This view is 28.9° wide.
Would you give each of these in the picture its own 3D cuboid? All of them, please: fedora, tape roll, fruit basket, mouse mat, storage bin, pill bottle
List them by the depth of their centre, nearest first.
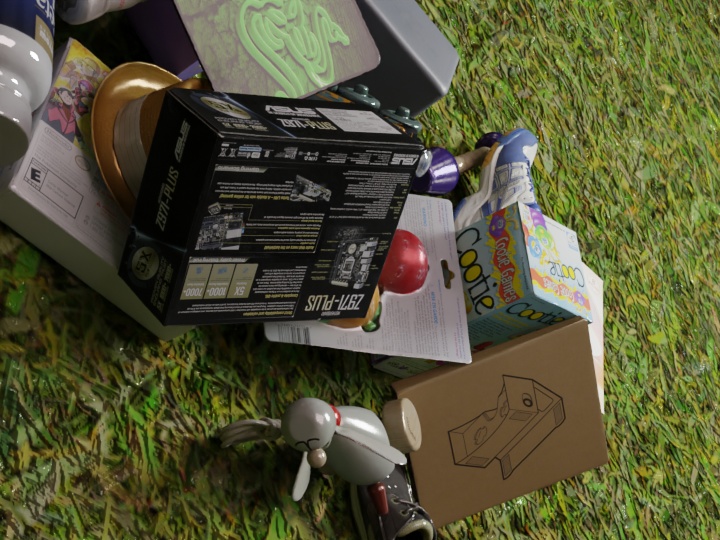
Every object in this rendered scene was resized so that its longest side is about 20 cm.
[{"bbox_3d":[-0.291,-0.182,1.071,0.111,0.111,0.200,25,50,-43],"label":"pill bottle"},{"bbox_3d":[-0.131,-0.097,1.170,0.200,0.082,0.201,31,46,-40],"label":"fedora"},{"bbox_3d":[-0.084,-0.237,1.174,0.161,0.008,0.200,-26,94,-26],"label":"mouse mat"},{"bbox_3d":[-0.113,-0.256,1.278,0.085,0.200,0.200,60,34,-7],"label":"tape roll"},{"bbox_3d":[0.000,0.000,1.301,0.200,0.094,0.186,10,55,-23],"label":"fruit basket"},{"bbox_3d":[0.006,-0.238,1.483,0.200,0.134,0.146,48,37,-23],"label":"storage bin"}]

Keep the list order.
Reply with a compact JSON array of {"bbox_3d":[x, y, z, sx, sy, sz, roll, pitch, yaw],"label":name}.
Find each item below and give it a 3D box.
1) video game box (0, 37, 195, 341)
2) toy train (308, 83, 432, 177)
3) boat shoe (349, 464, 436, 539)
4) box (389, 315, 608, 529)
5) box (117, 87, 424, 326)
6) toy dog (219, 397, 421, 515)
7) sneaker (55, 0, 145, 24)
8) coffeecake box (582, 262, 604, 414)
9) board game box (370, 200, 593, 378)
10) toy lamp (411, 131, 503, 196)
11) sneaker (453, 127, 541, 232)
[{"bbox_3d":[-0.203,-0.068,1.170,0.200,0.047,0.182,41,42,-30],"label":"video game box"},{"bbox_3d":[-0.028,-0.142,1.350,0.200,0.085,0.114,28,15,24],"label":"toy train"},{"bbox_3d":[0.038,0.241,1.264,0.072,0.066,0.201,24,49,-41],"label":"boat shoe"},{"bbox_3d":[0.135,0.146,1.327,0.021,0.200,0.164,-132,-154,-61],"label":"box"},{"bbox_3d":[-0.070,-0.048,1.107,0.200,0.164,0.086,-1,30,-38],"label":"box"},{"bbox_3d":[-0.013,0.163,1.191,0.200,0.132,0.097,3,67,-52],"label":"toy dog"},{"bbox_3d":[-0.239,-0.289,1.201,0.099,0.078,0.200,-11,59,-35],"label":"sneaker"},{"bbox_3d":[0.208,0.060,1.605,0.153,0.073,0.200,38,41,-31],"label":"coffeecake box"},{"bbox_3d":[0.113,0.029,1.386,0.105,0.200,0.103,24,50,-44],"label":"board game box"},{"bbox_3d":[0.113,-0.124,1.618,0.200,0.058,0.058,-23,87,-59],"label":"toy lamp"},{"bbox_3d":[0.174,-0.080,1.599,0.200,0.088,0.075,-60,150,-31],"label":"sneaker"}]
